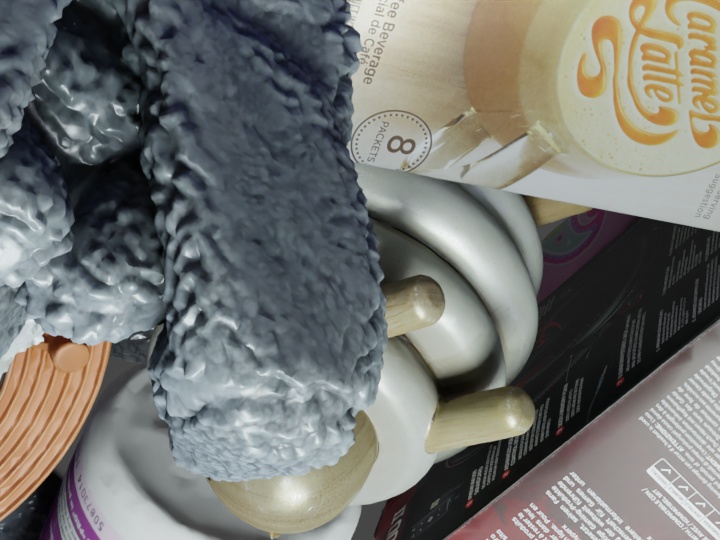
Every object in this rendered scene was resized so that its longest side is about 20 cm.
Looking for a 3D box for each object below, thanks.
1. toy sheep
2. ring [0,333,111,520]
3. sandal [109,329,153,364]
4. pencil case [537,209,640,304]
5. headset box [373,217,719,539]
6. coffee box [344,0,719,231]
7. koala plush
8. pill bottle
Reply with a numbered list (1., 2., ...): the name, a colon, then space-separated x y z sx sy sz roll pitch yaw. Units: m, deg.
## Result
1. toy sheep: 0.000 0.000 0.694 0.137 0.201 0.138 14 139 13
2. ring: -0.172 0.033 0.687 0.199 0.019 0.201 -14 128 -18
3. sandal: -0.115 -0.040 0.735 0.075 0.045 0.200 -43 118 16
4. pencil case: 0.132 -0.010 0.815 0.087 0.088 0.200 24 124 -36
5. headset box: 0.087 0.056 0.724 0.075 0.149 0.200 44 115 -10
6. coffee box: 0.083 -0.083 0.615 0.199 0.080 0.115 9 127 -15
7. koala plush: -0.111 -0.023 0.572 0.177 0.185 0.200 19 148 -30
8. pill bottle: -0.082 0.137 0.872 0.112 0.113 0.201 7 132 -25
